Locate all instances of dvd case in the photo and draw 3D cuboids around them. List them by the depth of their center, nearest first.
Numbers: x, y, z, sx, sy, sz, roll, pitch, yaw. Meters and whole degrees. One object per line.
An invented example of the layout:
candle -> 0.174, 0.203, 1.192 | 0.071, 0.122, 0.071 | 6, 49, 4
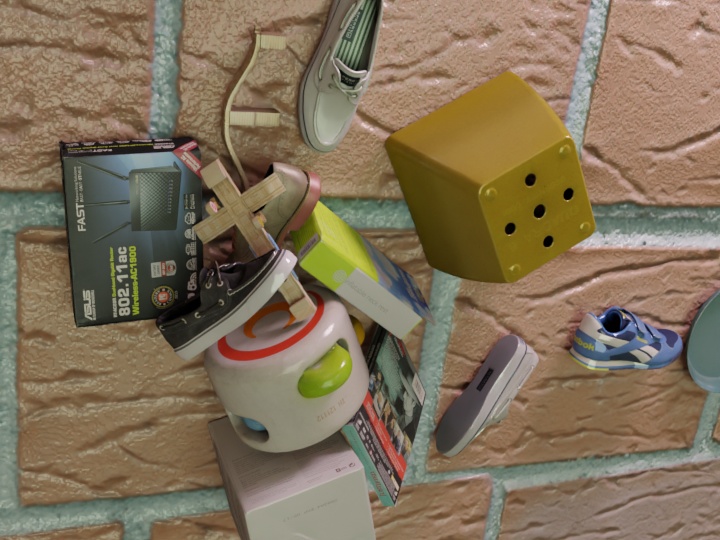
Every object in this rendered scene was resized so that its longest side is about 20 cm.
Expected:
dvd case -> 0.035, 0.180, 1.159 | 0.022, 0.201, 0.148 | -9, 124, 26

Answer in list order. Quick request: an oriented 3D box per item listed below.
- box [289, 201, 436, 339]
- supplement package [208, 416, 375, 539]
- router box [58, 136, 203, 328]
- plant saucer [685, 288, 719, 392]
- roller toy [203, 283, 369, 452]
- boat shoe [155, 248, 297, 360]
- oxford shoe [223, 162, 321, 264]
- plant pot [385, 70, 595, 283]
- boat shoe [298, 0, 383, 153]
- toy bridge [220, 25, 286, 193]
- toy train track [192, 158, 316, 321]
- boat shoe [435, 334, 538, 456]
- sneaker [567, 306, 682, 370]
box -> 0.000, 0.000, 1.096 | 0.048, 0.123, 0.199 | -44, 121, 14
supplement package -> -0.087, 0.280, 1.125 | 0.149, 0.200, 0.153 | -17, 116, -16
router box -> -0.255, -0.044, 1.003 | 0.147, 0.062, 0.204 | -6, 113, -20
plant saucer -> 0.606, 0.103, 1.455 | 0.196, 0.027, 0.204 | -9, 113, -21
roller toy -> -0.085, 0.119, 1.074 | 0.179, 0.201, 0.142 | -16, 118, 9
boat shoe -> -0.153, 0.025, 0.968 | 0.066, 0.070, 0.199 | 44, 126, -16
oxford shoe -> -0.129, -0.045, 1.040 | 0.074, 0.071, 0.201 | 22, 113, -36
plant pot -> 0.176, -0.100, 1.102 | 0.198, 0.176, 0.202 | -29, 118, -10
boat shoe -> -0.023, -0.231, 1.026 | 0.072, 0.067, 0.204 | 5, 108, -24
toy bridge -> -0.126, -0.178, 1.026 | 0.066, 0.027, 0.204 | -2, 112, -22
toy train track -> -0.113, -0.029, 0.981 | 0.114, 0.033, 0.202 | -31, 103, 11
boat shoe -> 0.187, 0.191, 1.282 | 0.065, 0.074, 0.201 | 34, 95, -26
sneaker -> 0.409, 0.100, 1.343 | 0.196, 0.074, 0.084 | -2, 109, -24
